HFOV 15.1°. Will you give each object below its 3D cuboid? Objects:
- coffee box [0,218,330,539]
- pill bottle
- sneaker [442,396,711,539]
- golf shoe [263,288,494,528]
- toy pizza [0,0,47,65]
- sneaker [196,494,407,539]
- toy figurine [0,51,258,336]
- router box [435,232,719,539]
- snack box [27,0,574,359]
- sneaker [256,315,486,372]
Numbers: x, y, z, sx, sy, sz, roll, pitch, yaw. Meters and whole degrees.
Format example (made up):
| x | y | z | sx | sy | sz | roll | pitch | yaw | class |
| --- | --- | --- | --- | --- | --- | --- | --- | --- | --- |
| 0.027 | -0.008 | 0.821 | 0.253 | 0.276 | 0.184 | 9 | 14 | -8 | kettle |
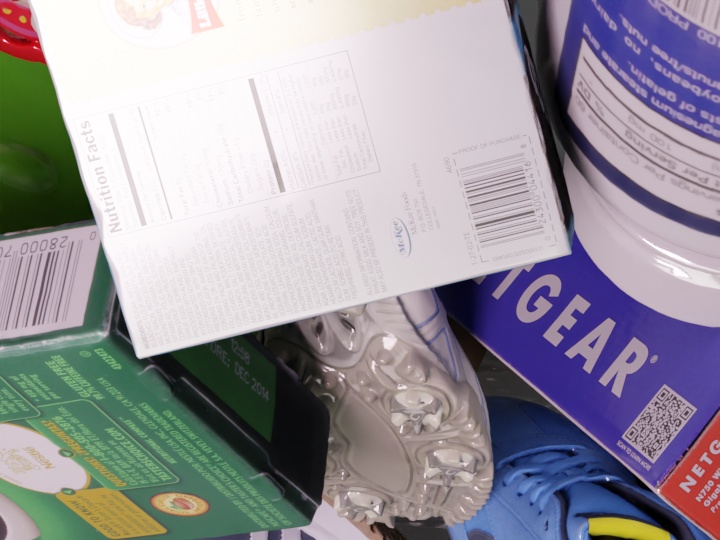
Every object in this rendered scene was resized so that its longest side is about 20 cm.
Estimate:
| x | y | z | sx | sy | sz | roll | pitch | yaw | class |
| --- | --- | --- | --- | --- | --- | --- | --- | --- | --- |
| -0.124 | 0.042 | 0.791 | 0.199 | 0.044 | 0.123 | -10 | 146 | 26 | coffee box |
| 0.105 | -0.072 | 0.673 | 0.119 | 0.120 | 0.200 | 16 | 152 | 6 | pill bottle |
| 0.075 | 0.083 | 0.853 | 0.066 | 0.200 | 0.079 | -20 | 126 | -11 | sneaker |
| 0.000 | 0.000 | 0.827 | 0.078 | 0.098 | 0.200 | -1 | 141 | 19 | golf shoe |
| -0.067 | -0.101 | 0.821 | 0.199 | 0.032 | 0.200 | 15 | 151 | 9 | toy pizza |
| -0.052 | 0.107 | 0.919 | 0.070 | 0.109 | 0.200 | 43 | -178 | 44 | sneaker |
| -0.163 | 0.007 | 0.963 | 0.199 | 0.151 | 0.184 | 17 | 158 | -27 | toy figurine |
| 0.117 | 0.056 | 0.852 | 0.179 | 0.049 | 0.200 | 38 | -178 | -29 | router box |
| -0.027 | -0.087 | 0.665 | 0.116 | 0.037 | 0.201 | -13 | 105 | 9 | snack box |
| -0.043 | 0.031 | 0.991 | 0.090 | 0.067 | 0.200 | 28 | 154 | -25 | sneaker |
